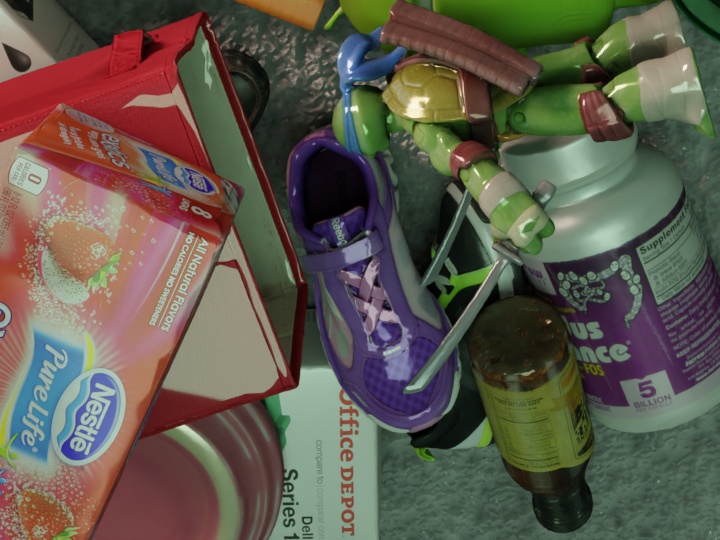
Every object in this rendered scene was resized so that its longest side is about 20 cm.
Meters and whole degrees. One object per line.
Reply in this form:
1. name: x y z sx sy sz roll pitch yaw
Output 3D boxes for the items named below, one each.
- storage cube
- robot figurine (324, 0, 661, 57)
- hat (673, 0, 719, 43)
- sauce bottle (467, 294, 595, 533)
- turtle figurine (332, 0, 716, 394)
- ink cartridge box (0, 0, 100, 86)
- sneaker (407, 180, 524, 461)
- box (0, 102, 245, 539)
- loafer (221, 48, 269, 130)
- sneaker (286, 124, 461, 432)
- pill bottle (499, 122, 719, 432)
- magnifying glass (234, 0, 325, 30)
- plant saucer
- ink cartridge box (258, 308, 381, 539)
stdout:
1. storage cube: -0.140 -0.014 0.883 0.179 0.171 0.201 -17 107 5
2. robot figurine: 0.073 -0.183 0.941 0.199 0.116 0.176 -5 116 1
3. hat: 0.259 -0.167 0.919 0.165 0.176 0.201 -20 115 8
4. sauce bottle: 0.115 0.098 1.050 0.066 0.066 0.200 -15 141 6
5. turtle figurine: 0.094 -0.057 0.899 0.193 0.144 0.201 -16 86 11
6. ink cartridge box: -0.258 -0.127 0.977 0.144 0.084 0.200 -38 110 15
7. sneaker: 0.055 0.041 1.058 0.082 0.072 0.201 -13 121 -14
8. box: -0.139 0.038 0.760 0.099 0.096 0.201 24 106 -6
9. loafer: -0.134 -0.056 1.021 0.200 0.072 0.073 -41 109 16
10. sneaker: 0.000 0.000 0.993 0.080 0.088 0.201 -19 79 5
11. pill bottle: 0.158 -0.008 1.029 0.112 0.112 0.201 -23 114 9
12. magnifying glass: -0.117 -0.189 0.986 0.199 0.022 0.080 19 114 -11
13. plant saucer: -0.147 0.135 1.031 0.199 0.051 0.202 0 116 0
14. ink cartridge box: -0.084 0.107 1.093 0.199 0.084 0.147 -2 116 0
